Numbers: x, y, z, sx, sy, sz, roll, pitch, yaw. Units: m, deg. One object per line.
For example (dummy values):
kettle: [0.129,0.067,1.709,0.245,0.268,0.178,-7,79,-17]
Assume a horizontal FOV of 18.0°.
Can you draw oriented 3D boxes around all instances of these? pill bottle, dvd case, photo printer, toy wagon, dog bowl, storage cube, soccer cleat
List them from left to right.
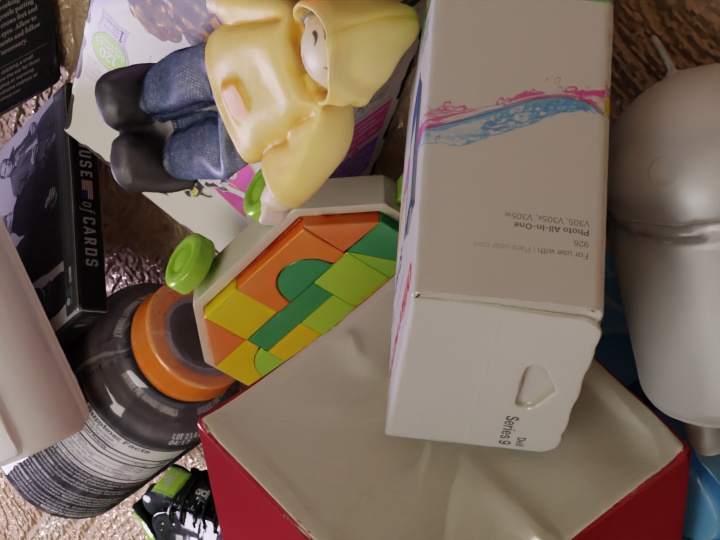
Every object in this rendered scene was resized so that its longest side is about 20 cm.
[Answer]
photo printer: [-0.257,0.027,1.355,0.166,0.069,0.201,-22,93,51]
dvd case: [-0.213,-0.006,1.413,0.200,0.025,0.151,-37,53,51]
pill bottle: [-0.142,0.075,1.400,0.106,0.106,0.200,53,139,1]
soccer cleat: [-0.085,0.150,1.345,0.081,0.068,0.200,46,155,-8]
toy wagon: [0.000,0.000,1.198,0.155,0.040,0.200,30,129,-27]
storage cube: [0.044,0.126,1.127,0.200,0.171,0.180,44,158,28]
dog bowl: [0.140,0.065,1.145,0.200,0.050,0.112,48,158,7]

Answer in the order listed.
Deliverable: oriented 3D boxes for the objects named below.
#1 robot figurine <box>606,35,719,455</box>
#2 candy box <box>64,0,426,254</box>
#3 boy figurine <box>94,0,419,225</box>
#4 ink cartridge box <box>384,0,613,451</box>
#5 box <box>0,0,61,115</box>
robot figurine: [0.172,-0.008,1.034,0.169,0.113,0.201,14,126,48]
candy box: [-0.065,-0.113,1.222,0.167,0.071,0.201,37,137,18]
boy figurine: [-0.047,-0.086,1.113,0.199,0.064,0.125,-13,87,49]
ink cartridge box: [0.063,-0.038,1.022,0.087,0.201,0.146,4,152,-2]
box: [-0.270,-0.198,1.337,0.147,0.104,0.201,22,131,33]
